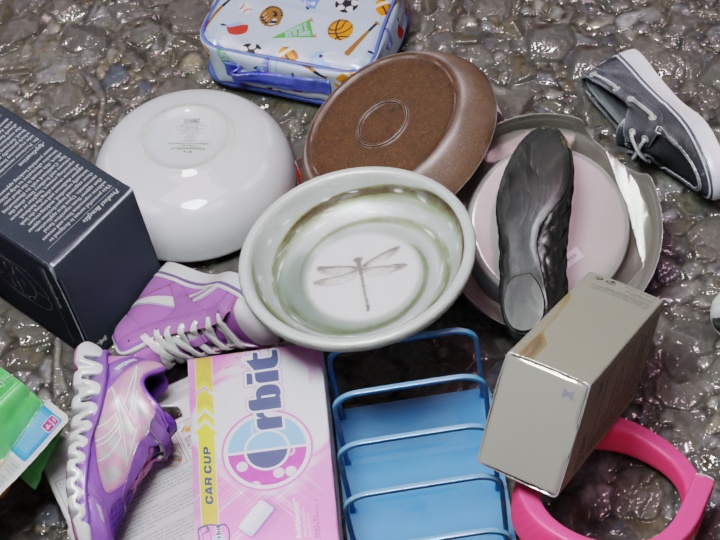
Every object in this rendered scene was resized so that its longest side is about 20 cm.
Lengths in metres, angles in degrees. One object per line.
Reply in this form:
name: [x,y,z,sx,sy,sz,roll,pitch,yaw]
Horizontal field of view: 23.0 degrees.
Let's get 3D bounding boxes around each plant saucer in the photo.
plant saucer: [0.026,-0.124,1.581,0.199,0.035,0.201,-19,48,22]
plant saucer: [0.000,0.000,1.468,0.199,0.050,0.201,-7,47,7]

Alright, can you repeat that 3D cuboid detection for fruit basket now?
fruit basket: [-0.353,0.165,1.486,0.200,0.094,0.185,-44,33,-15]

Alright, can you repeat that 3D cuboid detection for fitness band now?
fitness band: [0.199,0.177,1.397,0.143,0.038,0.200,22,30,16]

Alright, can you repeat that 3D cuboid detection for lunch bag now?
lunch bag: [-0.060,-0.240,1.771,0.199,0.076,0.161,11,59,15]

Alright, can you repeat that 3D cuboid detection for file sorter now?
file sorter: [0.049,0.163,1.433,0.138,0.123,0.201,-9,53,2]

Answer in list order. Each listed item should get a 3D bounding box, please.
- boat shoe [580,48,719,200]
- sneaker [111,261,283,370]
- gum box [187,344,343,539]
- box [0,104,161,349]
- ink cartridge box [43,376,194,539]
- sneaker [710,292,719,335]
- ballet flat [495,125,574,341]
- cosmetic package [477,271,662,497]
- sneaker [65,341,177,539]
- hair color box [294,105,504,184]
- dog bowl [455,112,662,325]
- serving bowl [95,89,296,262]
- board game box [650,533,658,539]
boat shoe: [0.270,-0.129,1.642,0.067,0.072,0.200,-23,52,-11]
sneaker: [-0.144,0.060,1.540,0.114,0.073,0.200,-49,29,-23]
gum box: [-0.076,0.164,1.430,0.113,0.066,0.201,-8,54,1]
box: [-0.294,-0.039,1.613,0.199,0.149,0.107,32,64,27]
ink cartridge box: [-0.153,0.185,1.494,0.199,0.045,0.177,-25,54,-10]
sneaker: [0.387,0.003,1.537,0.199,0.075,0.081,-22,40,-10]
ballet flat: [0.150,-0.029,1.511,0.066,0.057,0.201,-1,69,22]
cosmetic package: [0.169,0.086,1.404,0.071,0.106,0.200,22,25,18]
sneaker: [-0.195,0.148,1.457,0.088,0.081,0.201,1,55,-4]
hair color box: [0.049,-0.082,1.647,0.199,0.061,0.102,-19,54,-6]
dog bowl: [0.164,-0.035,1.560,0.198,0.059,0.202,0,77,0]
serving bowl: [-0.161,-0.105,1.684,0.198,0.066,0.201,-3,50,3]
board game box: [0.204,0.319,1.347,0.199,0.040,0.153,-35,57,-17]
